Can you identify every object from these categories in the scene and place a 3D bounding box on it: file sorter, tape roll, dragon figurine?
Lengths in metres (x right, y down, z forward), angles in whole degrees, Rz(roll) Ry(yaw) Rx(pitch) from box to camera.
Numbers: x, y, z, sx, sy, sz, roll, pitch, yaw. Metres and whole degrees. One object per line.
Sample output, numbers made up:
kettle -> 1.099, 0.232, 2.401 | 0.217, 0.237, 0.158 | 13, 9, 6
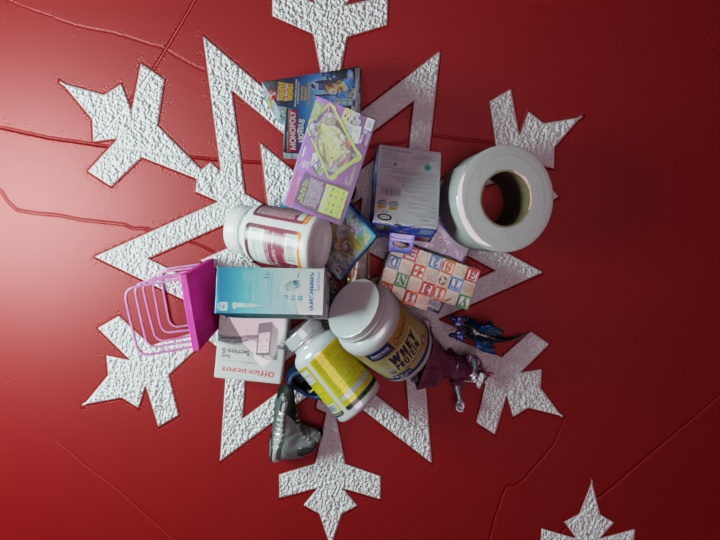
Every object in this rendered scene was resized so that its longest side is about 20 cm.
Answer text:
file sorter -> -0.362, 0.069, 1.115 | 0.122, 0.200, 0.143 | -8, 99, 0
tape roll -> 0.270, -0.141, 1.146 | 0.197, 0.139, 0.209 | -1, 94, -8
dragon figurine -> 0.271, 0.141, 1.219 | 0.195, 0.099, 0.060 | 19, 98, -7

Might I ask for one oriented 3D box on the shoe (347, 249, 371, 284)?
shoe -> 0.000, 0.000, 1.193 | 0.052, 0.070, 0.206 | -1, 97, 4

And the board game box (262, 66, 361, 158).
board game box -> -0.096, -0.301, 1.104 | 0.194, 0.062, 0.205 | 2, 70, -3

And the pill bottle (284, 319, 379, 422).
pill bottle -> -0.061, 0.195, 1.150 | 0.112, 0.112, 0.201 | -39, 91, 3

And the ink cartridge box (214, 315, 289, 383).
ink cartridge box -> -0.223, 0.124, 1.189 | 0.141, 0.084, 0.206 | 6, 98, -5

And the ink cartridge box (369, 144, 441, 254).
ink cartridge box -> 0.088, -0.139, 1.137 | 0.133, 0.077, 0.205 | 6, 71, -4

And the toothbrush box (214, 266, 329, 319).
toothbrush box -> -0.158, 0.045, 1.056 | 0.194, 0.147, 0.088 | 2, 82, 1

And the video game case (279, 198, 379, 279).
video game case -> -0.067, -0.100, 1.136 | 0.201, 0.018, 0.143 | 49, 129, 8

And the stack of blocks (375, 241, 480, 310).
stack of blocks -> 0.140, 0.020, 1.194 | 0.195, 0.059, 0.118 | 18, 97, -7

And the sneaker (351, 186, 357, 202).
sneaker -> -0.064, -0.225, 1.144 | 0.066, 0.091, 0.203 | -31, 99, 0

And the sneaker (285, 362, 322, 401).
sneaker -> -0.071, 0.262, 1.226 | 0.196, 0.078, 0.067 | 22, 95, -8

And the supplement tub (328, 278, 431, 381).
supplement tub -> 0.040, 0.120, 1.131 | 0.145, 0.145, 0.200 | -46, 131, 4

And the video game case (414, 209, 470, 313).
video game case -> 0.153, -0.027, 1.227 | 0.140, 0.019, 0.204 | 25, 95, -8

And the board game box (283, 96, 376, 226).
board game box -> -0.057, -0.198, 1.035 | 0.117, 0.032, 0.205 | 18, 97, -11

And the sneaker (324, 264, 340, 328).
sneaker -> -0.074, 0.036, 1.192 | 0.079, 0.075, 0.203 | -29, 99, 1

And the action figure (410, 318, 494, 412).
action figure -> 0.201, 0.211, 1.243 | 0.195, 0.151, 0.135 | 11, 132, -23

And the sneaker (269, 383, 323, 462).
sneaker -> -0.133, 0.331, 1.229 | 0.112, 0.076, 0.204 | 6, 119, -13

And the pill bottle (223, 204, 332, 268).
pill bottle -> -0.165, -0.067, 1.119 | 0.195, 0.114, 0.117 | 12, 99, 22
